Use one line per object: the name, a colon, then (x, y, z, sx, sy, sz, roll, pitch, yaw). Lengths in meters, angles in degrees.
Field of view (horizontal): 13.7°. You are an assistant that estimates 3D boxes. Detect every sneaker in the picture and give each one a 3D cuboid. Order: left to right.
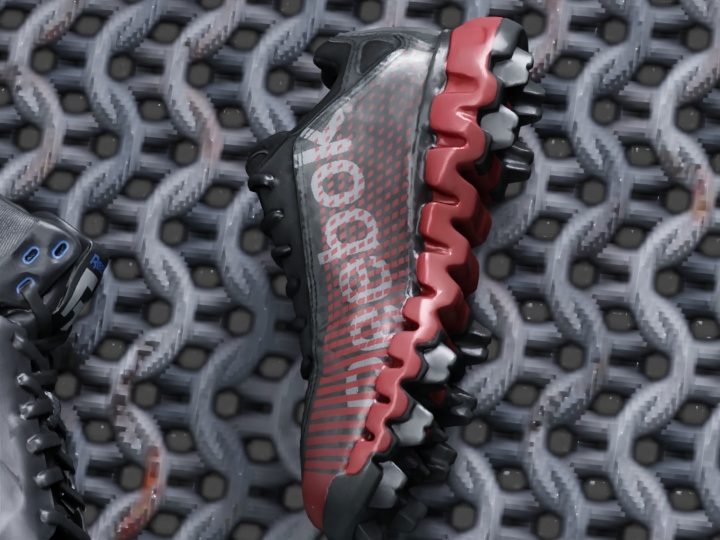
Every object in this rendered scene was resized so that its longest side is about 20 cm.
sneaker: (-0.121, 0.045, 1.075, 0.112, 0.073, 0.200, -40, 71, -1)
sneaker: (0.000, 0.000, 1.068, 0.098, 0.071, 0.201, 10, 75, 12)
